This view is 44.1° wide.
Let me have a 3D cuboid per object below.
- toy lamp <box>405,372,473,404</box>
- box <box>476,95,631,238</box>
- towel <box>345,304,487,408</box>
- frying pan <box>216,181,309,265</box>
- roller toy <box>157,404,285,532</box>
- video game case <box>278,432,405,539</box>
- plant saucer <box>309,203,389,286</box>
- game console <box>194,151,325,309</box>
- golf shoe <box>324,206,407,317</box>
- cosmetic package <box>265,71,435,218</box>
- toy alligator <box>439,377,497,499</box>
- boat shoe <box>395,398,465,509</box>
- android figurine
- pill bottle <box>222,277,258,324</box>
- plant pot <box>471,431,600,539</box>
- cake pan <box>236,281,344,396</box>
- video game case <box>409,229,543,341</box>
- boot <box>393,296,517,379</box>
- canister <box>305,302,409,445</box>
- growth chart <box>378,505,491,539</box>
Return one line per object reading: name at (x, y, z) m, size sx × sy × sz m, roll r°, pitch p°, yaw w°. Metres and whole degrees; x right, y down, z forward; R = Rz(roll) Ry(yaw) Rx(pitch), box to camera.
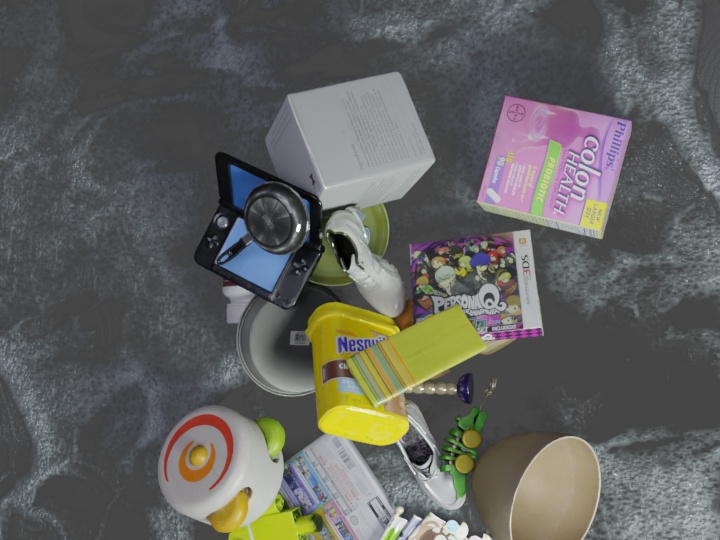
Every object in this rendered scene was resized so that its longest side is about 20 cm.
toy lamp at (0.082, 0.191, 1.455) m, size 0.200 × 0.058 × 0.058 m, roll -2°, pitch 85°, yaw 17°
box at (0.305, -0.162, 1.403) m, size 0.200 × 0.097 × 0.176 m, roll 16°, pitch 89°, yaw 16°
towel at (0.083, 0.126, 1.324) m, size 0.200 × 0.018 × 0.086 m, roll -25°, pitch 68°, yaw -16°
frying pan at (-0.165, -0.072, 1.367) m, size 0.190 × 0.031 × 0.115 m, roll -9°, pitch 102°, yaw 26°
roller toy at (-0.234, 0.323, 1.462) m, size 0.182 × 0.140 × 0.200 m, roll 1°, pitch 65°, yaw 31°
video game case at (-0.051, 0.391, 1.494) m, size 0.182 × 0.022 × 0.200 m, roll -37°, pitch 77°, yaw 10°
plant saucer at (-0.051, -0.070, 1.494) m, size 0.200 × 0.031 × 0.200 m, roll 2°, pitch 79°, yaw -13°
game console at (-0.166, -0.060, 1.396) m, size 0.200 × 0.116 × 0.176 m, roll 26°, pitch 87°, yaw 18°
golf shoe at (0.000, 0.000, 1.413) m, size 0.078 × 0.097 × 0.200 m, roll -28°, pitch 100°, yaw 28°
cosmetic package at (-0.021, -0.193, 1.423) m, size 0.200 × 0.165 × 0.165 m, roll -16°, pitch 79°, yaw -23°
toy alligator at (0.163, 0.255, 1.395) m, size 0.054 × 0.059 × 0.200 m, roll 17°, pitch 75°, yaw 6°
boat shoe at (0.104, 0.300, 1.415) m, size 0.072 × 0.069 × 0.200 m, roll -23°, pitch 96°, yaw 16°
android figurine at (-0.146, 0.469, 1.489) m, size 0.200 × 0.041 × 0.182 m, roll -16°, pitch 86°, yaw 23°
pill bottle at (-0.178, -0.009, 1.518) m, size 0.114 × 0.114 × 0.200 m, roll -1°, pitch 84°, yaw 16°
plant pot at (0.247, 0.330, 1.345) m, size 0.134 × 0.200 × 0.201 m, roll 13°, pitch 88°, yaw 52°
cake pan at (-0.104, 0.112, 1.468) m, size 0.200 × 0.037 × 0.201 m, roll -2°, pitch 95°, yaw -20°
video game case at (0.180, 0.029, 1.410) m, size 0.200 × 0.036 × 0.182 m, roll -6°, pitch 58°, yaw 11°
boot at (0.161, 0.074, 1.441) m, size 0.201 × 0.071 × 0.144 m, roll -26°, pitch 64°, yaw -1°
canister at (-0.004, 0.160, 1.378) m, size 0.087 × 0.148 × 0.200 m, roll -53°, pitch 31°, yaw 37°
growth chart at (0.119, 0.463, 1.431) m, size 0.200 × 0.018 × 0.145 m, roll 24°, pitch 94°, yaw 8°
